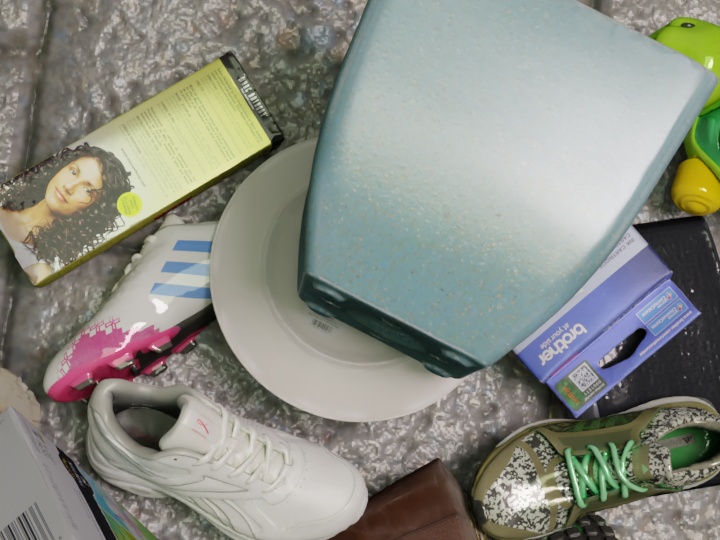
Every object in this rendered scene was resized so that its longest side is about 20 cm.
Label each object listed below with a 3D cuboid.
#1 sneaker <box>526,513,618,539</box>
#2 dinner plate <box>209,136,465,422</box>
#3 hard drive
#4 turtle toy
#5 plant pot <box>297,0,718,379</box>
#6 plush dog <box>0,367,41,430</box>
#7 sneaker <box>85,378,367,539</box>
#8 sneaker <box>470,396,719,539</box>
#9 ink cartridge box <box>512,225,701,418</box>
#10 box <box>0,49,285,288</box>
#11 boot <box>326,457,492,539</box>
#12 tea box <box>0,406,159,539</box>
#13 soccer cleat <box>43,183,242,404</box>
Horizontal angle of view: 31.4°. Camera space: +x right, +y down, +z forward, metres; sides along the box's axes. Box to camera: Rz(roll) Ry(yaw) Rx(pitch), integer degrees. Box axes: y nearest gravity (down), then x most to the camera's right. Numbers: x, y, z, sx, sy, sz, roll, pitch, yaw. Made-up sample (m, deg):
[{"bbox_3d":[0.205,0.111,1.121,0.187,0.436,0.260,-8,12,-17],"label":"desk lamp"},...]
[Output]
[{"bbox_3d":[0.148,0.240,0.855,0.078,0.200,0.085,-13,131,-6],"label":"sneaker"},{"bbox_3d":[0.000,0.000,0.852,0.200,0.024,0.200,2,76,-6],"label":"dinner plate"},{"bbox_3d":[0.213,0.064,0.929,0.135,0.042,0.200,-8,87,-8],"label":"hard drive"},{"bbox_3d":[0.282,-0.109,0.905,0.200,0.101,0.146,24,68,-6],"label":"turtle toy"},{"bbox_3d":[0.058,-0.048,0.766,0.196,0.196,0.200,27,79,-1],"label":"plant pot"},{"bbox_3d":[-0.330,0.073,0.821,0.172,0.160,0.200,-26,88,18],"label":"plush dog"},{"bbox_3d":[-0.092,0.123,0.836,0.200,0.099,0.078,14,62,6],"label":"sneaker"},{"bbox_3d":[0.168,0.125,0.845,0.200,0.089,0.077,-17,85,-16],"label":"sneaker"},{"bbox_3d":[0.128,-0.010,0.893,0.119,0.042,0.200,-40,80,4],"label":"ink cartridge box"},{"bbox_3d":[-0.155,-0.069,0.888,0.200,0.050,0.075,-33,91,-9],"label":"box"},{"bbox_3d":[0.006,0.234,0.835,0.200,0.064,0.187,-21,60,3],"label":"boot"},{"bbox_3d":[-0.214,0.230,0.770,0.200,0.134,0.197,-40,134,-5],"label":"tea box"},{"bbox_3d":[-0.137,0.015,0.882,0.200,0.070,0.086,-31,75,-11],"label":"soccer cleat"}]
